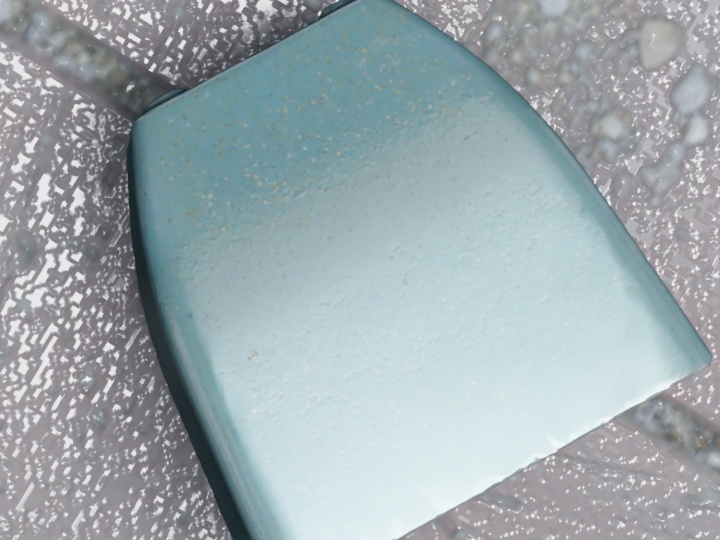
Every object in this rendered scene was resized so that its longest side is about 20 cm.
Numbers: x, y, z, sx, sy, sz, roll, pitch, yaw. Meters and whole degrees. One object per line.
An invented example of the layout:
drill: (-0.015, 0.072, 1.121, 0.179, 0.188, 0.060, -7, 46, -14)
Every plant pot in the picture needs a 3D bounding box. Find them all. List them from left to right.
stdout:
plant pot: (0.000, 0.000, 1.238, 0.196, 0.196, 0.200, -28, 90, -6)
